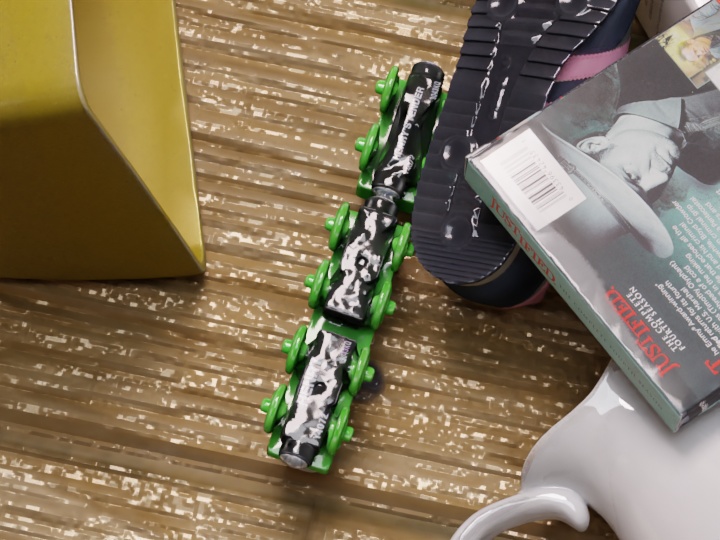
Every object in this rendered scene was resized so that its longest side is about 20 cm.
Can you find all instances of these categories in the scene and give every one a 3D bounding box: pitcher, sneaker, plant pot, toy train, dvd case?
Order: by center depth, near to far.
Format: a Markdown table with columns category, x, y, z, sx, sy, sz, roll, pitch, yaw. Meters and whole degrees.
| category | x | y | z | sx | sy | sz | roll | pitch | yaw |
| --- | --- | --- | --- | --- | --- | --- | --- | --- | --- |
| pitcher | 0.147 | 0.128 | 1.180 | 0.172 | 0.121 | 0.200 | -46 | 64 | -8 |
| dvd case | 0.164 | -0.042 | 1.196 | 0.200 | 0.022 | 0.146 | -33 | 70 | -18 |
| plant pot | -0.184 | -0.104 | 1.241 | 0.176 | 0.200 | 0.201 | -12 | 68 | 8 |
| toy train | 0.000 | 0.000 | 1.260 | 0.042 | 0.056 | 0.201 | 19 | 68 | 2 |
| sneaker | 0.084 | -0.078 | 1.266 | 0.070 | 0.082 | 0.201 | 20 | 82 | 30 |

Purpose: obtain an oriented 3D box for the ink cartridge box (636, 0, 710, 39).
| category | x | y | z | sx | sy | sz | roll | pitch | yaw |
| --- | --- | --- | --- | --- | --- | --- | --- | --- | --- |
| ink cartridge box | 0.220 | -0.105 | 1.286 | 0.144 | 0.084 | 0.200 | -24 | 69 | -8 |
